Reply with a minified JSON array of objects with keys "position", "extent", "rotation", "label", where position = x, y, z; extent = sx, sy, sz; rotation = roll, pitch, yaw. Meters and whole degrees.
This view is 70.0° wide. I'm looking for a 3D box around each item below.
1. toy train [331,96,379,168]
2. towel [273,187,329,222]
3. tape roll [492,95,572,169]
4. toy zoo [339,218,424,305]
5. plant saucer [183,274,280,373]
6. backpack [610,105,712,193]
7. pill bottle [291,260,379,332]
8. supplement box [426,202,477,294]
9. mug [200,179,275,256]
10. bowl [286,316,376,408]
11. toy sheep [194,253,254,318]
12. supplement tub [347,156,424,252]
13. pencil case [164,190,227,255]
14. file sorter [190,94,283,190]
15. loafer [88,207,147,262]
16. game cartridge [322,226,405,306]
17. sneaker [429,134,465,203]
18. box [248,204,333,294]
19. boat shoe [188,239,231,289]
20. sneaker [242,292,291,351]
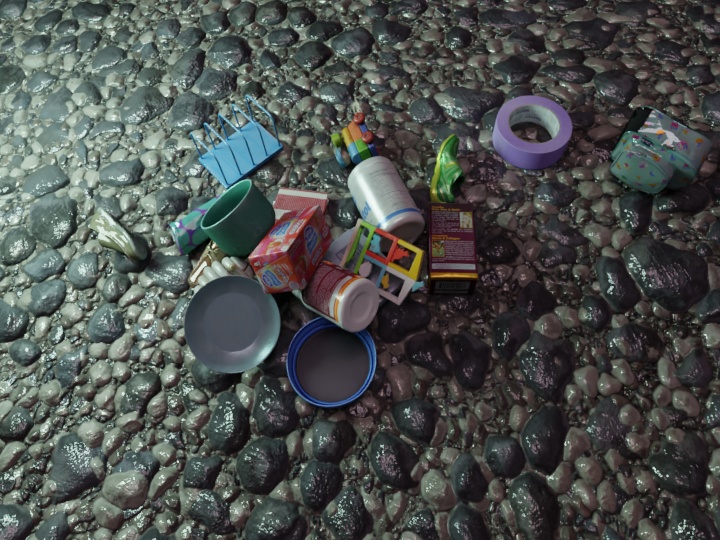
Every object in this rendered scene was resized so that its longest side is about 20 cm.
[{"position":[-0.032,-0.377,1.404],"extent":[0.114,0.085,0.203],"rotation":[-24,62,5],"label":"toy train"},{"position":[-0.166,-0.120,1.303],"extent":[0.141,0.023,0.204],"rotation":[8,61,10],"label":"towel"},{"position":[0.457,-0.371,1.376],"extent":[0.195,0.066,0.204],"rotation":[-2,62,3],"label":"tape roll"},{"position":[0.057,-0.014,1.152],"extent":[0.197,0.020,0.134],"rotation":[27,103,17],"label":"toy zoo"},{"position":[-0.269,0.111,1.085],"extent":[0.196,0.039,0.206],"rotation":[-1,93,-15],"label":"plant saucer"},{"position":[0.728,-0.281,1.254],"extent":[0.197,0.176,0.156],"rotation":[27,83,15],"label":"backpack"},{"position":[-0.062,0.046,1.122],"extent":[0.198,0.115,0.114],"rotation":[24,62,43],"label":"pill bottle"},{"position":[0.212,-0.053,1.208],"extent":[0.107,0.086,0.204],"rotation":[1,62,4],"label":"supplement box"},{"position":[-0.265,-0.117,1.164],"extent":[0.150,0.115,0.187],"rotation":[-32,31,14],"label":"mug"},{"position":[-0.061,0.198,1.116],"extent":[0.195,0.040,0.205],"rotation":[-1,62,2],"label":"bowl"},{"position":[-0.302,0.036,1.163],"extent":[0.200,0.138,0.138],"rotation":[-43,67,-12],"label":"toy sheep"},{"position":[0.061,-0.159,1.248],"extent":[0.129,0.133,0.203],"rotation":[-21,62,-9],"label":"supplement tub"},{"position":[-0.376,-0.125,1.279],"extent":[0.198,0.092,0.086],"rotation":[-33,97,-15],"label":"pencil case"},{"position":[-0.333,-0.349,1.376],"extent":[0.199,0.123,0.139],"rotation":[-41,66,-17],"label":"file sorter"},{"position":[-0.607,-0.076,1.282],"extent":[0.199,0.075,0.070],"rotation":[38,81,25],"label":"loafer"},{"position":[0.000,0.000,1.221],"extent":[0.132,0.041,0.200],"rotation":[-36,66,-19],"label":"game cartridge"},{"position":[0.232,-0.253,1.325],"extent":[0.082,0.074,0.204],"rotation":[11,72,12],"label":"sneaker"},{"position":[-0.144,-0.048,1.109],"extent":[0.098,0.097,0.201],"rotation":[-8,31,24],"label":"box"},{"position":[-0.347,-0.043,1.241],"extent":[0.075,0.072,0.202],"rotation":[27,67,17],"label":"boat shoe"},{"position":[-0.222,0.088,1.155],"extent":[0.074,0.091,0.203],"rotation":[16,65,9],"label":"sneaker"}]
